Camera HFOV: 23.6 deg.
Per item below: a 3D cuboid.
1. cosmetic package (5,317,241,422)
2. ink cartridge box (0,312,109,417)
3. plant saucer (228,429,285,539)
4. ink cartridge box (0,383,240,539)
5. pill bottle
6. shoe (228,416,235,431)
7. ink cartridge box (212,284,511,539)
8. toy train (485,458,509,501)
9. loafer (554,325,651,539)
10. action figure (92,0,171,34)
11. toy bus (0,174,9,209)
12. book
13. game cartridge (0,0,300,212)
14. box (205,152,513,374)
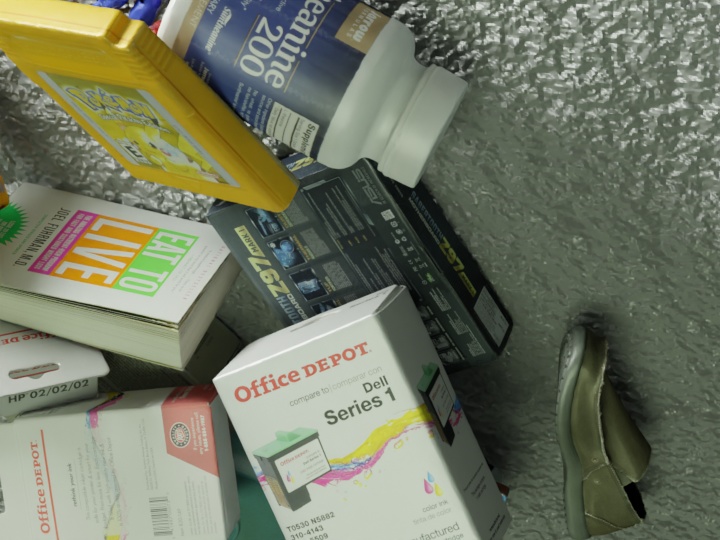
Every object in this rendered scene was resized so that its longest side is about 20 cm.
[{"bbox_3d":[-0.204,0.093,1.468,0.104,0.073,0.200,44,131,-11],"label":"cosmetic package"},{"bbox_3d":[-0.279,0.051,1.371,0.115,0.200,0.068,-11,132,-21],"label":"ink cartridge box"},{"bbox_3d":[-0.134,0.209,1.464,0.199,0.027,0.201,0,133,0],"label":"plant saucer"},{"bbox_3d":[-0.204,0.160,1.374,0.199,0.068,0.117,-5,100,7],"label":"ink cartridge box"},{"bbox_3d":[-0.032,-0.139,1.182,0.199,0.111,0.111,28,132,2],"label":"pill bottle"},{"bbox_3d":[-0.159,0.172,1.476,0.070,0.053,0.200,45,127,-2],"label":"shoe"},{"bbox_3d":[0.002,0.132,1.272,0.144,0.084,0.201,-22,96,21],"label":"ink cartridge box"},{"bbox_3d":[0.027,0.165,1.387,0.199,0.114,0.087,20,129,10],"label":"toy train"},{"bbox_3d":[0.187,0.123,1.318,0.069,0.075,0.201,-1,130,11],"label":"loafer"},{"bbox_3d":[-0.159,-0.200,1.241,0.065,0.052,0.200,42,129,-3],"label":"action figure"},{"bbox_3d":[-0.328,-0.094,1.317,0.065,0.078,0.201,-24,84,24],"label":"toy bus"},{"bbox_3d":[-0.205,-0.002,1.355,0.199,0.134,0.048,12,130,15],"label":"book"},{"bbox_3d":[-0.159,-0.118,1.208,0.176,0.033,0.200,15,160,43],"label":"game cartridge"},{"bbox_3d":[0.000,0.000,1.315,0.157,0.051,0.200,-20,115,34],"label":"box"}]
